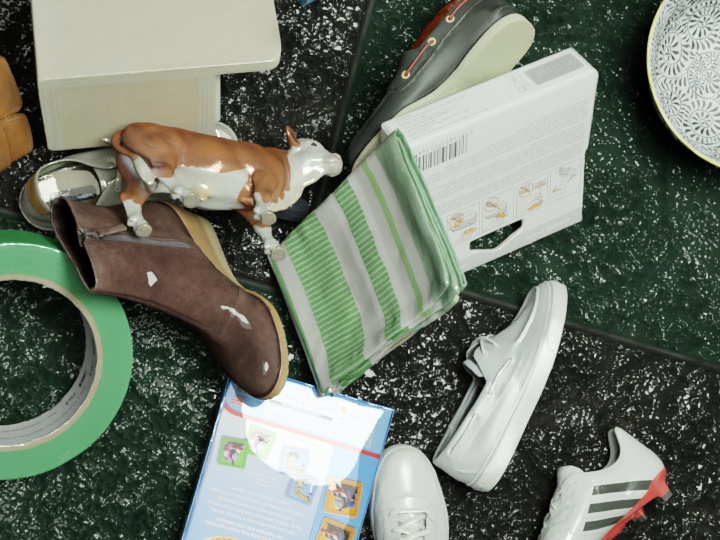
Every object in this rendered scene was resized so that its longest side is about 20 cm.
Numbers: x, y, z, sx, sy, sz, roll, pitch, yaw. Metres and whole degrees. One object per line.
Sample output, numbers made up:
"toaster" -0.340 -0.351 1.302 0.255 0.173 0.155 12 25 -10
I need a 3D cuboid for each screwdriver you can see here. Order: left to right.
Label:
"screwdriver" -0.130 -0.084 1.242 0.199 0.028 0.029 24 108 -29

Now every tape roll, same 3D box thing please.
"tape roll" -0.288 0.070 1.170 0.199 0.048 0.202 -6 106 -21

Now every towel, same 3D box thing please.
"towel" 0.000 0.000 1.196 0.023 0.200 0.153 -5 65 -40

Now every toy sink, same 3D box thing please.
"toy sink" -0.174 -0.188 1.216 0.199 0.112 0.131 -7 62 -10

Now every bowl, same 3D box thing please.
"bowl" 0.345 -0.181 1.347 0.199 0.094 0.202 2 82 -12

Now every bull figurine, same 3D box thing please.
"bull figurine" -0.110 -0.074 1.193 0.199 0.065 0.122 6 39 -17

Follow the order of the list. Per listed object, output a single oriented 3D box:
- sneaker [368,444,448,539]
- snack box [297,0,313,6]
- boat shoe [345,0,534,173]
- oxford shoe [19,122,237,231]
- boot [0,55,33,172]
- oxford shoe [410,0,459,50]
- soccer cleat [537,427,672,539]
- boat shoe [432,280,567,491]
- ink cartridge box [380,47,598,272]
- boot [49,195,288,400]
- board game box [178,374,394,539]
"sneaker" 0.052 0.248 1.222 0.073 0.116 0.201 -3 82 -10
"snack box" -0.058 -0.358 1.315 0.116 0.037 0.201 -33 91 -13
"boat shoe" 0.060 -0.156 1.238 0.201 0.074 0.063 -46 58 6
"oxford shoe" -0.197 -0.083 1.243 0.199 0.058 0.076 -17 83 -15
"boot" -0.341 -0.072 1.192 0.154 0.073 0.201 -32 135 -39
"oxford shoe" 0.067 -0.156 1.304 0.073 0.071 0.201 25 89 -11
"soccer cleat" 0.191 0.224 1.282 0.200 0.069 0.085 -39 83 -17
"boat shoe" 0.123 0.095 1.285 0.068 0.072 0.201 25 88 -7
"ink cartridge box" 0.112 -0.086 1.268 0.199 0.177 0.045 -23 49 -20
"boot" -0.158 0.024 1.174 0.166 0.072 0.201 4 47 -51
"board game box" -0.069 0.197 1.243 0.150 0.037 0.201 18 78 -9
